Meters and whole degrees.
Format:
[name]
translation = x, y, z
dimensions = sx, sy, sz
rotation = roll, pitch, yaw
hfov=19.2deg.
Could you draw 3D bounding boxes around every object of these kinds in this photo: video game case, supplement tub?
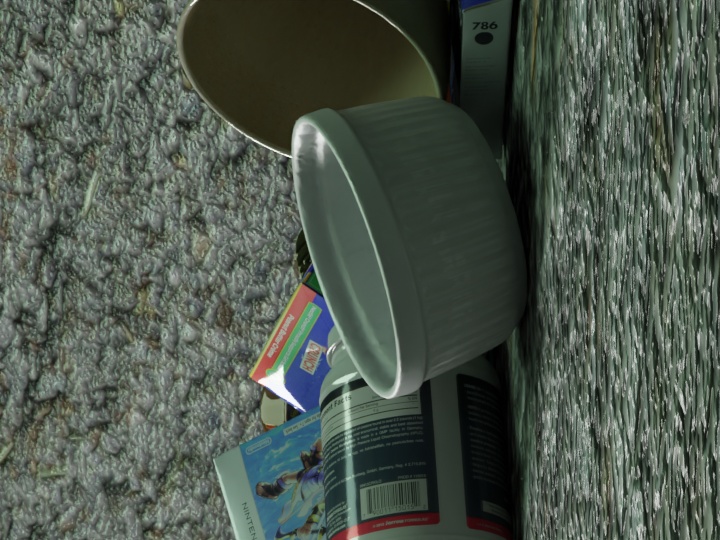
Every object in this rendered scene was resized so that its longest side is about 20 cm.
[video game case]
translation = -0.007, 0.198, 1.727
dimensions = 0.045, 0.199, 0.183
rotation = 25, -138, -60
[supplement tub]
translation = 0.040, 0.140, 1.591
dimensions = 0.141, 0.139, 0.202
rotation = 92, 175, -65

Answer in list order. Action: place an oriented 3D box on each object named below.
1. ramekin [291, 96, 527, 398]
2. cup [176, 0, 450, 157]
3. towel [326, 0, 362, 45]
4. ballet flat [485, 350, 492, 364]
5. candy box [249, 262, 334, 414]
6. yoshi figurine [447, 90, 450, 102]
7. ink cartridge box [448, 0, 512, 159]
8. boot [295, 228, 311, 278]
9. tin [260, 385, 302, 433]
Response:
[ramekin]
translation = 0.035, -0.023, 1.451
dimensions = 0.200, 0.104, 0.202
rotation = 163, 90, -77
[cup]
translation = -0.017, -0.193, 1.538
dimensions = 0.201, 0.198, 0.144
rotation = 91, -164, -56
[towel]
translation = -0.023, -0.170, 1.719
dimensions = 0.147, 0.022, 0.200
rotation = 61, 165, -4
[ballet flat]
translation = 0.067, 0.044, 1.757
dimensions = 0.200, 0.073, 0.075
rotation = -103, 11, -78
[candy box]
translation = 0.000, 0.000, 1.766
dimensions = 0.201, 0.077, 0.169
rotation = -60, 2, -35
[yoshi figurine]
translation = 0.025, -0.223, 1.687
dimensions = 0.112, 0.111, 0.201
rotation = -43, -53, -36
[ink cartridge box]
translation = 0.083, -0.178, 1.492
dimensions = 0.201, 0.039, 0.100
rotation = 92, 177, -53
[boot]
translation = 0.011, 0.014, 2.049
dimensions = 0.176, 0.066, 0.200
rotation = 55, -169, -4
[tin]
translation = -0.020, 0.093, 1.873
dimensions = 0.200, 0.042, 0.113
rotation = -48, -50, -42
